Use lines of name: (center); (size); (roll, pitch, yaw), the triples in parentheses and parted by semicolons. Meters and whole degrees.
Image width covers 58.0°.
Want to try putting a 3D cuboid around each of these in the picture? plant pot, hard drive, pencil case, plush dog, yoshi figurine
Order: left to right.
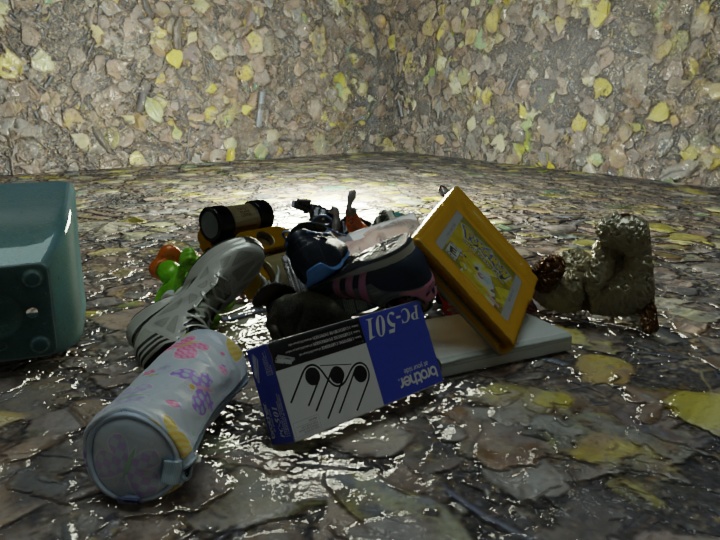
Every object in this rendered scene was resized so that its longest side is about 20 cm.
plant pot: (-0.437, 0.016, 0.784); (0.196, 0.196, 0.200); (-6, 25, -24)
pencil case: (-0.167, 0.122, 0.591); (0.090, 0.083, 0.200); (0, 15, 5)
yoshi figurine: (-0.228, 0.019, 0.924); (0.112, 0.112, 0.200); (-1, 17, -31)
hard drive: (0.152, 0.087, 0.842); (0.199, 0.026, 0.132); (-8, 18, -26)
plush dog: (0.333, 0.019, 0.946); (0.171, 0.161, 0.200); (-6, -16, 21)

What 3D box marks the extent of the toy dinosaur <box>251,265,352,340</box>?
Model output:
toy dinosaur: (-0.064, 0.064, 0.771); (0.200, 0.103, 0.077); (11, 19, 37)

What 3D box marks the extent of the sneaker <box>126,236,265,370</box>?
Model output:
sneaker: (-0.179, 0.052, 0.769); (0.200, 0.076, 0.115); (-41, 39, -5)

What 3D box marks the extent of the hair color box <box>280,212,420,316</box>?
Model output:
hair color box: (0.000, 0.000, 0.902); (0.199, 0.061, 0.100); (-19, 56, -5)

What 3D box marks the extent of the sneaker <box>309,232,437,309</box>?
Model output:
sneaker: (0.010, 0.021, 0.776); (0.070, 0.082, 0.200); (-42, 13, -31)

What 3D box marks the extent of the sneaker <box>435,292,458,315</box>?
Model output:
sneaker: (0.145, 0.007, 1.007); (0.075, 0.085, 0.200); (10, 22, 8)

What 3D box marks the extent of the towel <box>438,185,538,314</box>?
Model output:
towel: (0.187, -0.032, 0.982); (0.144, 0.023, 0.200); (32, 28, -39)

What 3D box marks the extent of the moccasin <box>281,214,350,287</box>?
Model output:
moccasin: (-0.053, -0.032, 0.781); (0.080, 0.068, 0.200); (-32, 6, -4)

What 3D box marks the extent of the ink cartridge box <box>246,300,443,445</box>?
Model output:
ink cartridge box: (-0.010, 0.097, 0.656); (0.200, 0.094, 0.044); (-12, -7, -40)

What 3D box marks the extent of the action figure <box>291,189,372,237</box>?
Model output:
action figure: (-0.033, -0.069, 1.180); (0.200, 0.105, 0.193); (19, -27, -15)

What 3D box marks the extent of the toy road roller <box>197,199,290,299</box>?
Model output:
toy road roller: (-0.187, -0.013, 1.068); (0.123, 0.146, 0.200); (-17, 61, -49)

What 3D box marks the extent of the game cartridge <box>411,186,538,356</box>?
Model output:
game cartridge: (0.150, -0.009, 0.830); (0.032, 0.176, 0.200); (-40, 5, 35)

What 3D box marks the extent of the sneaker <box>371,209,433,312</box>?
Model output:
sneaker: (0.081, -0.021, 1.009); (0.079, 0.078, 0.200); (6, 48, -26)
